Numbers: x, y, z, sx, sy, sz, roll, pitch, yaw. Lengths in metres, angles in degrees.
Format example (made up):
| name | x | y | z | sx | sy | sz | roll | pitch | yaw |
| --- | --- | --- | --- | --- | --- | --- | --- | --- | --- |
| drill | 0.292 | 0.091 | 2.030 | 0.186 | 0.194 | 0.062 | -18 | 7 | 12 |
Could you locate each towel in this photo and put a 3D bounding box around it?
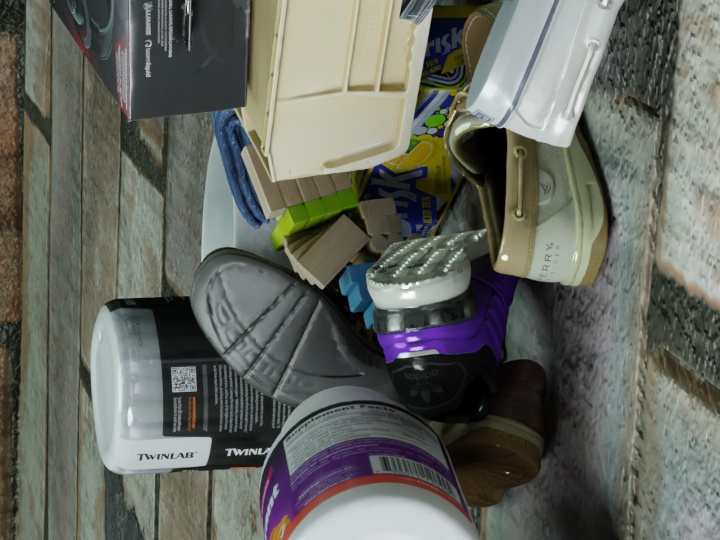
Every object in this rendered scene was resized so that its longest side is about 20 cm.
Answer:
| name | x | y | z | sx | sy | sz | roll | pitch | yaw |
| --- | --- | --- | --- | --- | --- | --- | --- | --- | --- |
| towel | -0.055 | -0.133 | 1.665 | 0.201 | 0.048 | 0.112 | -70 | -27 | -45 |

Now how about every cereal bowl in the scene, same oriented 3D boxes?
| name | x | y | z | sx | sy | sz | roll | pitch | yaw |
| --- | --- | --- | --- | --- | --- | --- | --- | --- | --- |
| cereal bowl | -0.069 | -0.007 | 1.845 | 0.200 | 0.083 | 0.202 | -178 | 90 | -78 |

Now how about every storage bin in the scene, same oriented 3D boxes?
| name | x | y | z | sx | sy | sz | roll | pitch | yaw |
| --- | --- | --- | --- | --- | --- | --- | --- | --- | --- |
| storage bin | -0.037 | -0.189 | 1.420 | 0.201 | 0.093 | 0.199 | -118 | 27 | -42 |

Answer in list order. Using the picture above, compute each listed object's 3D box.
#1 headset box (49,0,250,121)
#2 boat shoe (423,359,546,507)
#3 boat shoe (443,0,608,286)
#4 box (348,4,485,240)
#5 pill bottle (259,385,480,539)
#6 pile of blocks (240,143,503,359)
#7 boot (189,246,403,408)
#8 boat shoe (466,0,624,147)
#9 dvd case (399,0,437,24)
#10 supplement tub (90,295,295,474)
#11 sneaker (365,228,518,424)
| name | x | y | z | sx | sy | sz | roll | pitch | yaw |
| --- | --- | --- | --- | --- | --- | --- | --- | --- | --- |
| headset box | -0.122 | -0.188 | 1.405 | 0.200 | 0.077 | 0.150 | -126 | 33 | -54 |
| boat shoe | 0.063 | 0.092 | 1.448 | 0.200 | 0.072 | 0.072 | 138 | 149 | -70 |
| boat shoe | 0.081 | -0.076 | 1.348 | 0.074 | 0.066 | 0.201 | 105 | 157 | -44 |
| box | 0.028 | -0.084 | 1.528 | 0.200 | 0.070 | 0.065 | 114 | 149 | -57 |
| pill bottle | 0.002 | 0.134 | 1.315 | 0.200 | 0.111 | 0.112 | -109 | 21 | -72 |
| pile of blocks | 0.000 | 0.000 | 1.491 | 0.200 | 0.082 | 0.062 | 45 | 154 | 5 |
| boot | -0.033 | 0.031 | 1.568 | 0.074 | 0.203 | 0.154 | -51 | 23 | 12 |
| boat shoe | 0.120 | -0.157 | 1.204 | 0.072 | 0.065 | 0.201 | -114 | 47 | -79 |
| dvd case | 0.061 | -0.239 | 1.227 | 0.149 | 0.016 | 0.201 | 133 | 150 | -73 |
| supplement tub | -0.083 | 0.077 | 1.701 | 0.122 | 0.198 | 0.124 | 178 | 90 | -75 |
| sneaker | 0.050 | 0.034 | 1.362 | 0.200 | 0.069 | 0.100 | -33 | -67 | -72 |
